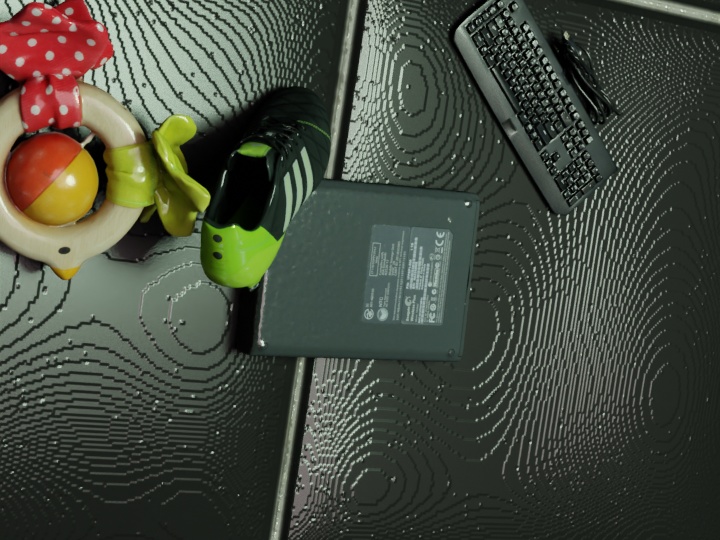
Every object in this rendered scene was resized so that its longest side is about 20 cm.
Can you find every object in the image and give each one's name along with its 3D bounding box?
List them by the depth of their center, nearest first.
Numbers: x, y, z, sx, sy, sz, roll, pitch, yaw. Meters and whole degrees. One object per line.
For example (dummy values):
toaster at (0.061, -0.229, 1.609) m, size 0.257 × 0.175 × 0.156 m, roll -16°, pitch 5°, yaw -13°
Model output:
bird rattle at (-0.203, -0.085, 1.290) m, size 0.163 × 0.113 × 0.200 m, roll -47°, pitch 117°, yaw 1°
soccer cleat at (-0.067, -0.075, 1.348) m, size 0.081 × 0.067 × 0.201 m, roll 88°, pitch 17°, yaw -48°
hard drive at (0.000, 0.000, 1.466) m, size 0.199 × 0.033 × 0.141 m, roll 4°, pitch 96°, yaw -33°
keyboard at (0.162, -0.149, 1.542) m, size 0.104 × 0.040 × 0.201 m, roll -44°, pitch 118°, yaw -18°
